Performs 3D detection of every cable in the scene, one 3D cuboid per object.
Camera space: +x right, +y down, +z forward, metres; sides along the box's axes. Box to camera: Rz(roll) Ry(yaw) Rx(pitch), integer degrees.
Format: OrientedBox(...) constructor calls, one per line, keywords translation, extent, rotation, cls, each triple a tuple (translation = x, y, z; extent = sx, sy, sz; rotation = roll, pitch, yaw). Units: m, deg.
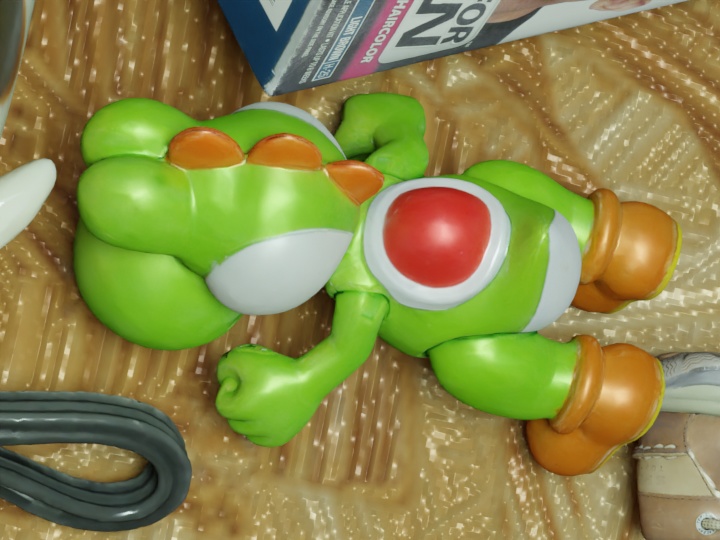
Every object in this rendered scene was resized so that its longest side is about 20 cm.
OrientedBox(translation=(-0.148, 0.040, 0.860), extent=(0.199, 0.050, 0.097), rotation=(-4, 123, -21), cls="cable")

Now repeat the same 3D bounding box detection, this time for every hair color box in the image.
OrientedBox(translation=(0.058, -0.123, 0.888), extent=(0.199, 0.100, 0.061), rotation=(-16, 67, -28), cls="hair color box")

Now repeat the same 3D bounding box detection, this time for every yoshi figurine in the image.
OrientedBox(translation=(-0.006, -0.001, 0.900), extent=(0.199, 0.113, 0.112), rotation=(18, 113, -23), cls="yoshi figurine")

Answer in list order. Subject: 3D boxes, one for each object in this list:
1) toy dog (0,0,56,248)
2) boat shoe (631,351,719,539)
OrientedBox(translation=(-0.134, -0.100, 0.817), extent=(0.200, 0.194, 0.140), rotation=(-53, 133, -17), cls="toy dog")
OrientedBox(translation=(0.182, 0.078, 0.938), extent=(0.199, 0.076, 0.072), rotation=(11, 84, -3), cls="boat shoe")
